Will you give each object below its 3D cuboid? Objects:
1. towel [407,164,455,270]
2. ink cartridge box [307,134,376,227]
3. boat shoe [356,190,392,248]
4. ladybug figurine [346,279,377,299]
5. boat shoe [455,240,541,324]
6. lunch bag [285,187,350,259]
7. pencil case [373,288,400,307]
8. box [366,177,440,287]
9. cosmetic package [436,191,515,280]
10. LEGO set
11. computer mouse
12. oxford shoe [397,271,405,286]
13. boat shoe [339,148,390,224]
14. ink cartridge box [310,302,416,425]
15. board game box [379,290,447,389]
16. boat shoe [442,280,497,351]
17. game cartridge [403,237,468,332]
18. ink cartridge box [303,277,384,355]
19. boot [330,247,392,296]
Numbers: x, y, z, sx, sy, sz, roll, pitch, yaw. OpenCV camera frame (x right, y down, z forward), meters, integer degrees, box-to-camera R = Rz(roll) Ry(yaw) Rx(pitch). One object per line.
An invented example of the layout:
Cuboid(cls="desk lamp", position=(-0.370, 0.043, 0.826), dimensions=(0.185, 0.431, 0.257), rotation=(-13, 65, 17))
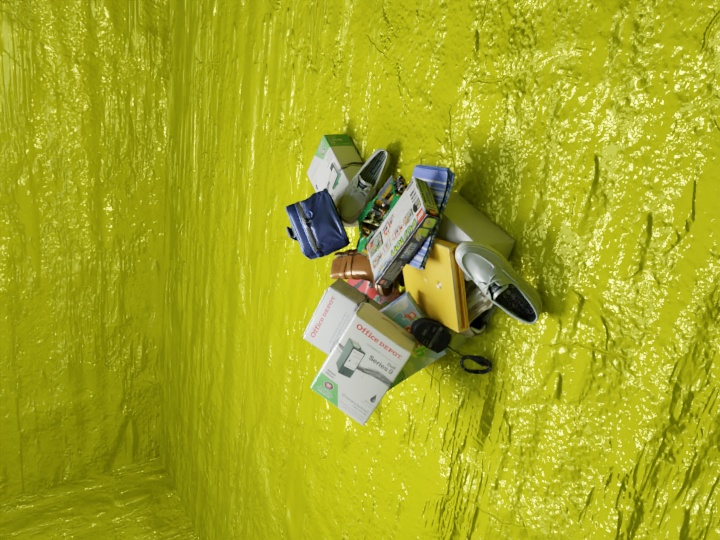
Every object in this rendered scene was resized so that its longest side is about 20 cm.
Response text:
Cuboid(cls="towel", position=(0.118, -0.113, 1.289), dimensions=(0.144, 0.023, 0.205), rotation=(25, 98, 61))
Cuboid(cls="ink cartridge box", position=(-0.051, -0.235, 1.686), dimensions=(0.203, 0.082, 0.147), rotation=(63, 142, 28))
Cuboid(cls="boat shoe", position=(0.045, -0.116, 1.569), dimensions=(0.073, 0.071, 0.203), rotation=(53, 136, 36))
Cuboid(cls="ladybug figurine", position=(0.018, 0.037, 1.639), dimensions=(0.200, 0.070, 0.139), rotation=(-48, 57, 49))
Cuboid(cls="boat shoe", position=(0.257, 0.024, 1.177), dimensions=(0.199, 0.072, 0.070), rotation=(38, 118, -6))
Cuboid(cls="lunch bag", position=(-0.109, -0.104, 1.542), dimensions=(0.200, 0.129, 0.139), rotation=(49, -163, -84))
Cuboid(cls="pencil case", position=(0.095, 0.144, 1.528), dimensions=(0.088, 0.086, 0.203), rotation=(-55, 50, 45))
Cuboid(cls="box", position=(0.082, -0.074, 1.285), dimensions=(0.201, 0.034, 0.112), rotation=(-54, 35, 36))
Cuboid(cls="cosmetic package", position=(0.206, -0.075, 1.301), dimensions=(0.201, 0.105, 0.087), rotation=(51, 135, 41))
Cuboid(cls="LEGO set", position=(0.082, -0.109, 1.457), dimensions=(0.202, 0.114, 0.155), rotation=(-54, 27, 25))
Cuboid(cls="computer mouse", position=(0.189, 0.157, 1.326), dimensions=(0.059, 0.197, 0.034), rotation=(-54, 11, 13))
Cuboid(cls="oxford shoe", position=(0.118, -0.058, 1.474), dimensions=(0.072, 0.070, 0.203), rotation=(62, 142, 37))
Cuboid(cls="boat shoe", position=(0.006, -0.208, 1.538), dimensions=(0.204, 0.072, 0.067), rotation=(-63, -4, 2))
Cuboid(cls="ink cartridge box", position=(0.006, 0.194, 1.339), dimensions=(0.144, 0.084, 0.203), rotation=(33, 109, 3))
Cuboid(cls="board game box", position=(0.067, 0.164, 1.381), dimensions=(0.198, 0.037, 0.153), rotation=(-35, 94, 18))
Cuboid(cls="boat shoe", position=(0.227, 0.107, 1.328), dimensions=(0.069, 0.073, 0.203), rotation=(51, 141, 32))
Cuboid(cls="game cartridge", position=(0.147, 0.013, 1.317), dimensions=(0.199, 0.032, 0.181), rotation=(30, 134, 60))
Cuboid(cls="ink cartridge box", position=(-0.011, 0.136, 1.458), dimensions=(0.197, 0.084, 0.147), rotation=(32, 110, 5))
Cuboid(cls="boot", position=(0.000, 0.000, 1.504), dimensions=(0.202, 0.150, 0.078), rotation=(-83, -15, -54))
